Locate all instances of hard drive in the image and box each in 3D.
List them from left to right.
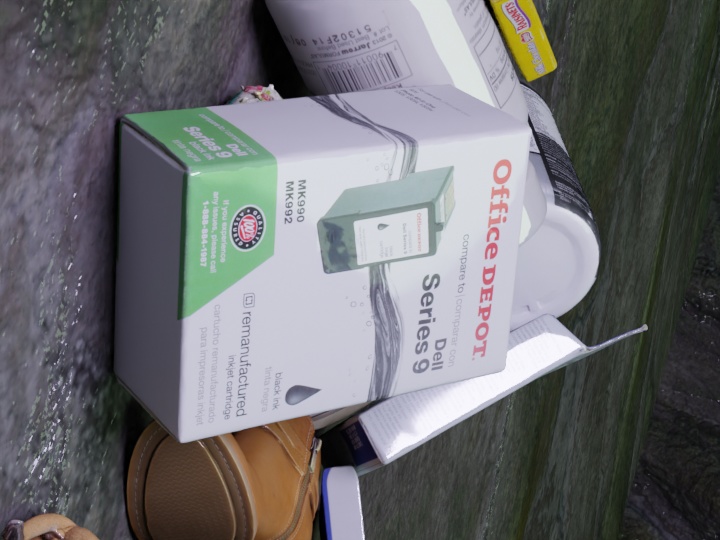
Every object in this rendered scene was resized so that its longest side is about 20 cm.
[{"bbox_3d":[-0.010,0.216,1.116,0.200,0.025,0.132,96,-12,-74],"label":"hard drive"}]

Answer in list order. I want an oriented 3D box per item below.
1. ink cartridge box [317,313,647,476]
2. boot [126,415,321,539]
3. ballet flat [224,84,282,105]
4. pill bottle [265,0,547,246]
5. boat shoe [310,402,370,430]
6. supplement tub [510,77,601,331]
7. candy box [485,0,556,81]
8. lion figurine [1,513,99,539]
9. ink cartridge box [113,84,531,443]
[{"bbox_3d":[0.074,0.080,1.107,0.041,0.200,0.200,63,-15,6],"label":"ink cartridge box"},{"bbox_3d":[-0.067,0.113,0.957,0.155,0.077,0.200,-72,150,-47],"label":"boot"},{"bbox_3d":[-0.017,-0.031,0.927,0.200,0.076,0.064,54,28,-36],"label":"ballet flat"},{"bbox_3d":[0.034,-0.103,0.946,0.200,0.114,0.114,63,37,-29],"label":"pill bottle"},{"bbox_3d":[-0.003,0.044,1.122,0.200,0.075,0.068,-41,112,-51],"label":"boat shoe"},{"bbox_3d":[0.091,-0.061,1.146,0.200,0.122,0.123,-103,-172,-51],"label":"supplement tub"},{"bbox_3d":[0.061,-0.218,0.987,0.200,0.026,0.102,66,10,26],"label":"candy box"},{"bbox_3d":[-0.138,0.186,0.785,0.122,0.072,0.200,-55,148,-67],"label":"lion figurine"},{"bbox_3d":[-0.018,-0.010,0.830,0.200,0.084,0.146,-10,117,-30],"label":"ink cartridge box"}]
